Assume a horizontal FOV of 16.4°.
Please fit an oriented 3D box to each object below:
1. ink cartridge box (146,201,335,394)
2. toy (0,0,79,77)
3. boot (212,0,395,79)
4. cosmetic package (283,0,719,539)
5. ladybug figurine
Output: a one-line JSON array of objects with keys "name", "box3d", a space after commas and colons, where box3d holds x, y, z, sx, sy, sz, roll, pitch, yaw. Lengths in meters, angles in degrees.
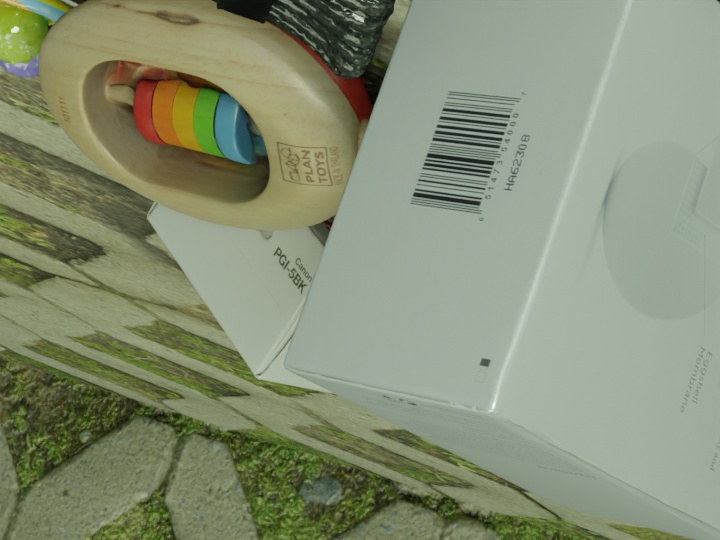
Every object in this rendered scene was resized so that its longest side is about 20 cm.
[{"name": "ink cartridge box", "box3d": [0.000, 0.000, 1.399, 0.200, 0.083, 0.147, 14, -150, -44]}, {"name": "toy", "box3d": [-0.213, -0.144, 1.411, 0.115, 0.047, 0.200, 12, 167, 46]}, {"name": "boot", "box3d": [-0.057, -0.145, 0.979, 0.158, 0.080, 0.211, 26, -178, 5]}, {"name": "cosmetic package", "box3d": [0.100, -0.011, 1.063, 0.123, 0.200, 0.200, 10, 166, 45]}, {"name": "ladybug figurine", "box3d": [-0.071, -0.089, 1.279, 0.200, 0.072, 0.136, 17, 136, 26]}]
